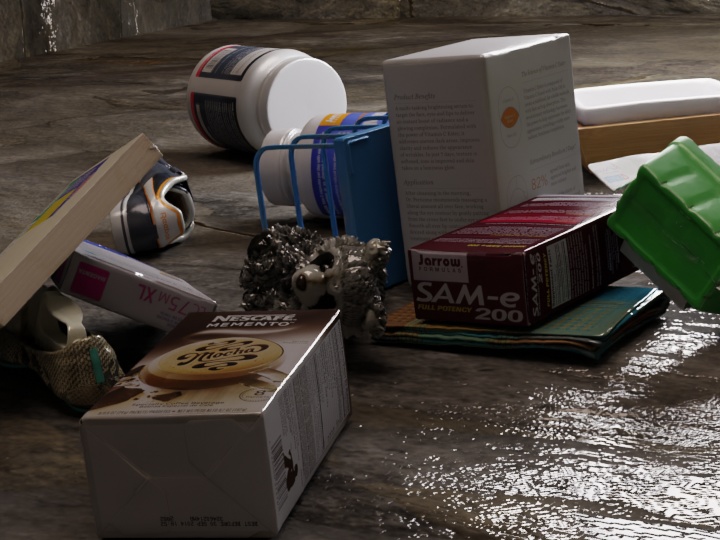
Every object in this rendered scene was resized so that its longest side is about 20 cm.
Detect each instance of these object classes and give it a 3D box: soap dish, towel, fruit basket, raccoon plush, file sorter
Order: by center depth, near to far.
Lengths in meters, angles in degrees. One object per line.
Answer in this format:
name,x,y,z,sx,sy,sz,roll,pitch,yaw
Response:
raccoon plush,0.000,0.000,1.249,0.134,0.097,0.200,-3,15,35
towel,0.126,0.036,1.250,0.200,0.022,0.147,2,15,33
fruit basket,0.294,-0.032,1.253,0.200,0.094,0.185,-6,45,-49
file sorter,0.015,-0.072,1.472,0.123,0.139,0.200,4,17,41
soap dish,0.331,-0.166,1.821,0.199,0.081,0.157,-6,14,-2

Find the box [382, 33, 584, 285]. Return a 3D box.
box,0.113,-0.099,1.403,0.106,0.201,0.152,2,15,37

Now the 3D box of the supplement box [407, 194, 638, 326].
supplement box,0.139,-0.012,1.265,0.109,0.061,0.200,3,15,38

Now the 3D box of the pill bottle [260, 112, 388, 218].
pill bottle,0.000,-0.110,1.665,0.200,0.112,0.112,2,16,22

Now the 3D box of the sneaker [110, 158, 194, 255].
sneaker,-0.212,-0.072,1.671,0.079,0.079,0.200,-10,26,1

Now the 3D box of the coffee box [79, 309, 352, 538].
coffee box,-0.083,0.090,0.995,0.113,0.080,0.200,-3,15,13

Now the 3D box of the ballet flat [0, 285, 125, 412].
ballet flat,-0.234,0.049,1.215,0.068,0.075,0.200,-16,18,-27

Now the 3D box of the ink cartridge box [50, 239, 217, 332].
ink cartridge box,-0.193,0.010,1.298,0.119,0.042,0.200,22,2,-16

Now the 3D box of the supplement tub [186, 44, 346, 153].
supplement tub,-0.124,-0.221,2.075,0.140,0.141,0.200,-15,18,-33

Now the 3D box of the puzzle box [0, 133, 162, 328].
puzzle box,-0.245,-0.018,1.225,0.133,0.025,0.200,-23,24,53
